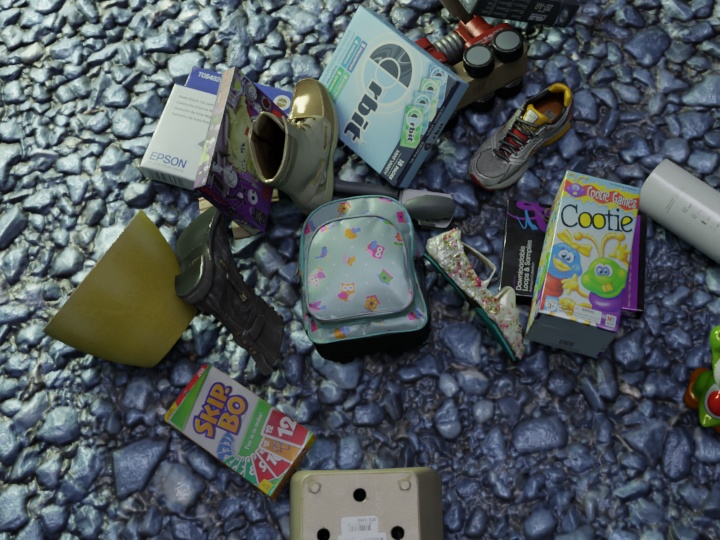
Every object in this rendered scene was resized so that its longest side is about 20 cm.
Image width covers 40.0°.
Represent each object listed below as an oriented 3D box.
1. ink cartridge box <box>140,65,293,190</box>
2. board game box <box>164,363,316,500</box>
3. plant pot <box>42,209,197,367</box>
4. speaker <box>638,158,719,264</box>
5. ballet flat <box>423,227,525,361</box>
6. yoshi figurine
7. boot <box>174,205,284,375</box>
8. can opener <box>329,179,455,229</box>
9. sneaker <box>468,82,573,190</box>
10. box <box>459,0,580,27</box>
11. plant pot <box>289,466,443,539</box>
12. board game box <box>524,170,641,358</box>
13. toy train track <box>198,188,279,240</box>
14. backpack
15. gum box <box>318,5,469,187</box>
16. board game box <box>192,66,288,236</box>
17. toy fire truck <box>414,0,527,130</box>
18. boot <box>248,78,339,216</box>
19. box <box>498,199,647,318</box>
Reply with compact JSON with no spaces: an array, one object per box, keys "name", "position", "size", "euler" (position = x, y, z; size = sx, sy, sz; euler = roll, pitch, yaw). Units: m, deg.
[{"name":"ink cartridge box","position":[-0.198,-0.206,1.460],"size":[0.196,0.041,0.203],"euler":[15,69,8]},{"name":"board game box","position":[-0.162,0.202,1.285],"size":[0.198,0.030,0.096],"euler":[28,71,26]},{"name":"plant pot","position":[-0.298,0.044,1.299],"size":[0.142,0.200,0.201],"euler":[40,73,-11]},{"name":"speaker","position":[0.472,-0.066,1.338],"size":[0.199,0.082,0.081],"euler":[38,74,23]},{"name":"ballet flat","position":[0.164,0.027,1.306],"size":[0.064,0.076,0.201],"euler":[-40,93,-1]},{"name":"yoshi figurine","position":[0.467,0.122,1.208],"size":[0.110,0.201,0.114],"euler":[-5,66,1]},{"name":"boot","position":[-0.165,0.025,1.312],"size":[0.069,0.174,0.202],"euler":[-28,37,25]},{"name":"can opener","position":[0.037,-0.101,1.391],"size":[0.196,0.067,0.054],"euler":[8,68,6]},{"name":"sneaker","position":[0.228,-0.197,1.414],"size":[0.078,0.082,0.200],"euler":[41,76,17]},{"name":"box","position":[0.209,-0.434,1.463],"size":[0.197,0.044,0.162],"euler":[-3,50,-35]},{"name":"plant pot","position":[0.004,0.321,1.162],"size":[0.196,0.178,0.204],"euler":[-2,67,2]},{"name":"board game box","position":[0.288,-0.008,1.282],"size":[0.103,0.103,0.203],"euler":[13,68,5]},{"name":"toy train track","position":[-0.179,-0.144,1.395],"size":[0.112,0.033,0.204],"euler":[-9,71,0]},{"name":"backpack","position":[0.000,0.000,1.310],"size":[0.172,0.154,0.203],"euler":[-9,63,5]},{"name":"gum box","position":[0.033,-0.246,1.402],"size":[0.200,0.044,0.171],"euler":[42,112,27]},{"name":"board game box","position":[-0.159,-0.163,1.344],"size":[0.032,0.120,0.203],"euler":[-12,54,31]},{"name":"toy fire truck","position":[0.130,-0.341,1.466],"size":[0.174,0.129,0.201],"euler":[-28,57,-8]},{"name":"boot","position":[-0.092,-0.191,1.352],"size":[0.071,0.154,0.204],"euler":[-7,73,23]},{"name":"box","position":[0.292,-0.017,1.363],"size":[0.196,0.036,0.145],"euler":[8,67,5]}]
